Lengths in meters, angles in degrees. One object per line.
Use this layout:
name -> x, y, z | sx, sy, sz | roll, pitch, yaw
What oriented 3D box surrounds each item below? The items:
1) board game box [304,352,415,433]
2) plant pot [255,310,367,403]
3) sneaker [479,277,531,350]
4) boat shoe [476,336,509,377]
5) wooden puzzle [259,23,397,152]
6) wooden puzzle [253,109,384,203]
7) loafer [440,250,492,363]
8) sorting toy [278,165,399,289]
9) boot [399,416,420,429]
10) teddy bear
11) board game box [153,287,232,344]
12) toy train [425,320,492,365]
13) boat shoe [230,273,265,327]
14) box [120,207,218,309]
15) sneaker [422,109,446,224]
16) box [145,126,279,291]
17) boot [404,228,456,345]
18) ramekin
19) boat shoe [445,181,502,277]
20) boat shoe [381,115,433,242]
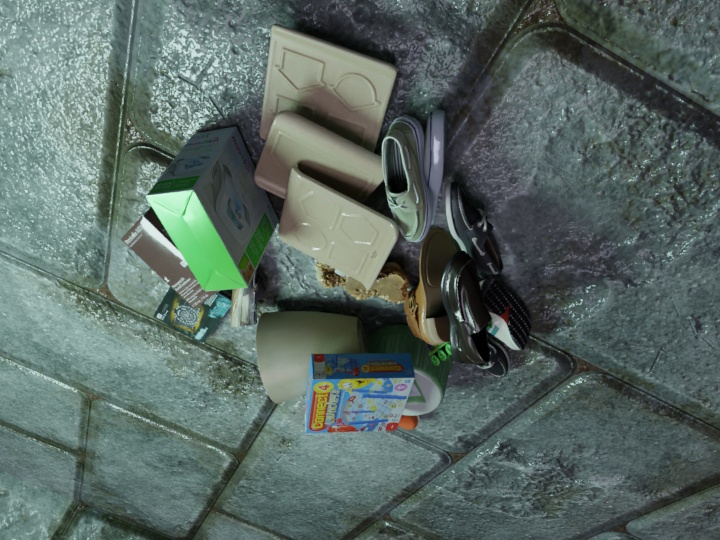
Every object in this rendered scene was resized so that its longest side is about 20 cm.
board game box -> -0.008, 0.243, 1.099 | 0.191, 0.057, 0.202 | 0, 136, -10
plant pot -> -0.090, 0.162, 1.162 | 0.196, 0.189, 0.190 | -12, 130, 8
sneaker -> 0.245, 0.078, 1.054 | 0.092, 0.071, 0.200 | 6, 151, 49
boat shoe -> 0.240, 0.159, 1.123 | 0.073, 0.061, 0.201 | -16, 126, 29
wooden puzzle -> -0.052, -0.252, 0.836 | 0.182, 0.047, 0.202 | 19, 140, -1
wooden puzzle -> -0.069, -0.160, 0.898 | 0.182, 0.038, 0.200 | 24, 153, -13
loafer -> 0.181, 0.063, 0.903 | 0.070, 0.073, 0.204 | 14, 126, 43
sorting toy -> -0.041, -0.069, 0.934 | 0.198, 0.037, 0.186 | 31, 146, 3
boot -> 0.057, 0.340, 1.319 | 0.198, 0.108, 0.075 | 35, 131, -19
teddy bear -> 0.000, 0.000, 1.053 | 0.196, 0.067, 0.147 | 0, 123, 26
board game box -> -0.370, 0.079, 1.252 | 0.134, 0.028, 0.200 | 32, 132, -15
toy train -> 0.174, 0.118, 1.035 | 0.057, 0.041, 0.200 | 57, 148, 13
boat shoe -> -0.225, 0.034, 1.143 | 0.063, 0.072, 0.203 | 3, 125, -21
box -> -0.353, -0.030, 1.097 | 0.099, 0.075, 0.200 | -31, 109, 36
sneaker -> 0.092, -0.152, 0.865 | 0.069, 0.074, 0.203 | 8, 134, 5
box -> -0.236, -0.101, 0.937 | 0.095, 0.178, 0.202 | -3, 132, 20
boot -> 0.118, 0.033, 1.022 | 0.072, 0.205, 0.155 | 0, 176, -14
ramekin -> 0.094, 0.219, 1.196 | 0.195, 0.099, 0.203 | 9, 135, 9
boat shoe -> 0.185, -0.063, 0.910 | 0.059, 0.075, 0.202 | -5, 133, 25
boat shoe -> 0.061, -0.123, 0.826 | 0.071, 0.062, 0.203 | 16, 134, 33
